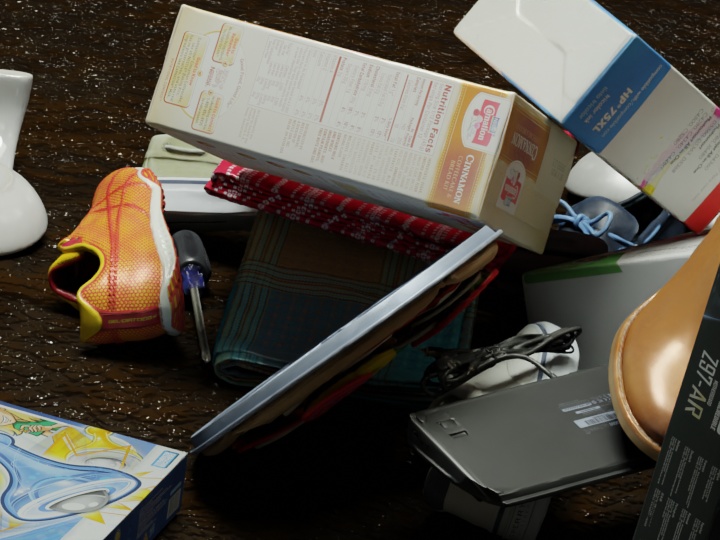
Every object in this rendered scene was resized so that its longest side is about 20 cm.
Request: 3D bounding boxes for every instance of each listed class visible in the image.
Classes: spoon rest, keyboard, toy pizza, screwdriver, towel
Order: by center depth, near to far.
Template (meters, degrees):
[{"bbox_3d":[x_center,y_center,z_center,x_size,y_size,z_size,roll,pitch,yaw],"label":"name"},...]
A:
[{"bbox_3d":[0.109,0.069,1.194,0.199,0.021,0.127,-10,38,-33],"label":"keyboard"},{"bbox_3d":[-0.003,0.044,1.207,0.032,0.200,0.200,54,27,0],"label":"toy pizza"},{"bbox_3d":[0.000,0.000,1.378,0.146,0.022,0.200,7,43,6],"label":"towel"},{"bbox_3d":[-0.101,0.021,1.402,0.028,0.029,0.200,6,24,-10],"label":"screwdriver"},{"bbox_3d":[0.022,-0.067,1.425,0.199,0.023,0.145,17,43,18],"label":"towel"},{"bbox_3d":[-0.250,-0.062,1.530,0.099,0.061,0.200,7,33,-2],"label":"spoon rest"},{"bbox_3d":[0.248,-0.060,1.724,0.199,0.061,0.099,4,15,30],"label":"spoon rest"}]

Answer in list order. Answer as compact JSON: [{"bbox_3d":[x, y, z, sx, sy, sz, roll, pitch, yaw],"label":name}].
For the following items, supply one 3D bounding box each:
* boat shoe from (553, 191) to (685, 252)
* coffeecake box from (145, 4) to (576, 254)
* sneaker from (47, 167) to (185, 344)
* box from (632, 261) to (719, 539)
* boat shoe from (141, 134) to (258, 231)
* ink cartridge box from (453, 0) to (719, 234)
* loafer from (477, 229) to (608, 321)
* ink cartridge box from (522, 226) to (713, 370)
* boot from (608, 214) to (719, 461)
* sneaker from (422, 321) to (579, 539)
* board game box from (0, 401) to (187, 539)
[{"bbox_3d":[0.152,-0.021,1.554,0.084,0.069,0.200,19,22,26],"label":"boat shoe"},{"bbox_3d":[0.004,-0.077,1.301,0.199,0.073,0.153,17,-2,19],"label":"coffeecake box"},{"bbox_3d":[-0.153,-0.015,1.408,0.077,0.073,0.200,-5,19,-8],"label":"sneaker"},{"bbox_3d":[0.218,0.073,1.132,0.160,0.201,0.043,-8,32,-40],"label":"box"},{"bbox_3d":[-0.058,-0.060,1.504,0.199,0.062,0.072,2,-11,19],"label":"boat shoe"},{"bbox_3d":[0.159,-0.096,1.364,0.200,0.067,0.116,33,9,-46],"label":"ink cartridge box"},{"bbox_3d":[0.055,0.005,1.454,0.199,0.063,0.072,2,-10,18],"label":"loafer"},{"bbox_3d":[0.217,0.019,1.382,0.144,0.084,0.200,-8,4,44],"label":"ink cartridge box"},{"bbox_3d":[0.207,-0.001,1.153,0.077,0.155,0.200,40,46,2],"label":"boot"},{"bbox_3d":[0.074,0.074,1.249,0.071,0.073,0.200,20,21,0],"label":"sneaker"},{"bbox_3d":[-0.179,0.118,1.080,0.135,0.035,0.200,14,20,12],"label":"board game box"}]
